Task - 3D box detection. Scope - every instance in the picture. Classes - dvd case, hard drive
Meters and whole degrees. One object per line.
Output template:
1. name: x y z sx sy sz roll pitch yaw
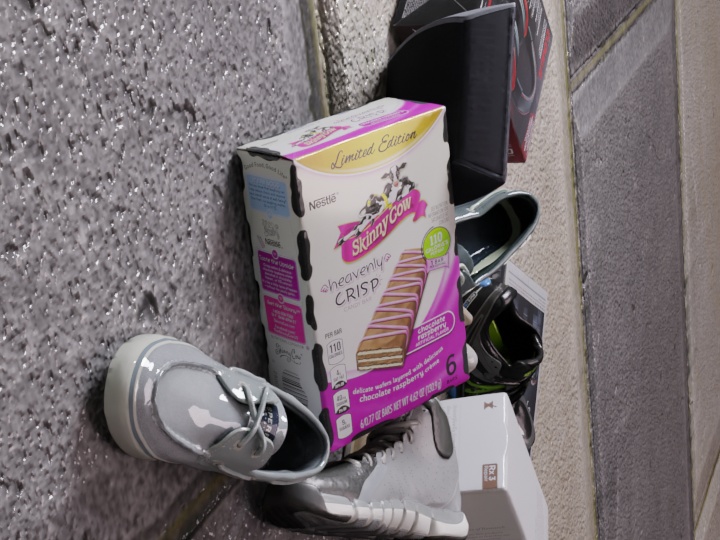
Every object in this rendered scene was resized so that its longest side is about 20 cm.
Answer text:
1. dvd case: 0.147 0.102 1.418 0.150 0.025 0.201 32 62 -64
2. hard drive: 0.058 -0.115 1.037 0.200 0.042 0.136 173 -79 -75

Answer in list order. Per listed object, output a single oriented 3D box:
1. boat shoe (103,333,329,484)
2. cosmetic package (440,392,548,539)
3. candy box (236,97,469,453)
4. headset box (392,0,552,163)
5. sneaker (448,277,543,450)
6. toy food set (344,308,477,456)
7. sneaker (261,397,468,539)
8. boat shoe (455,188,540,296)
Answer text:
1. boat shoe: -0.074 0.083 0.824 0.201 0.071 0.071 38 58 -63
2. cosmetic package: 0.117 0.207 1.277 0.200 0.074 0.102 65 22 -45
3. candy box: 0.000 0.000 0.945 0.136 0.061 0.201 -24 116 -37
4. headset box: 0.103 -0.196 1.219 0.200 0.075 0.149 62 37 -50
5. sneaker: 0.125 0.091 1.275 0.071 0.082 0.201 -45 133 -38
6. toy food set: 0.047 0.113 1.131 0.143 0.060 0.201 42 54 -62
7. sneaker: 0.004 0.127 0.998 0.200 0.075 0.116 22 65 -51
8. boat shoe: 0.058 -0.011 1.066 0.200 0.062 0.073 -29 94 -37
